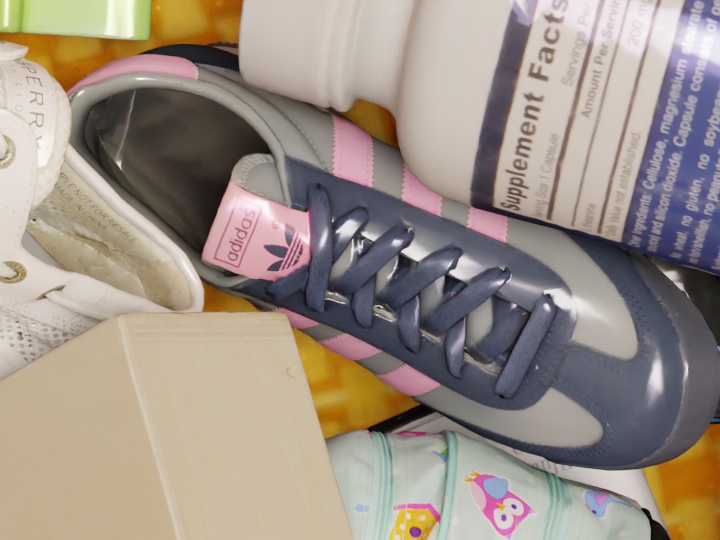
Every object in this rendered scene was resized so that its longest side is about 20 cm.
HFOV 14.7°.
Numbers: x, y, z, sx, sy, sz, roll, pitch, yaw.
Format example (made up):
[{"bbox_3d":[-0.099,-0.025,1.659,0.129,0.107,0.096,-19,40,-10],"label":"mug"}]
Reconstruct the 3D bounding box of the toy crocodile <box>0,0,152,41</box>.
[{"bbox_3d":[-0.156,-0.092,0.788,0.200,0.062,0.068,9,95,-6],"label":"toy crocodile"}]

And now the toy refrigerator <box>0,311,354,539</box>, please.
[{"bbox_3d":[-0.095,0.082,0.748,0.200,0.070,0.076,-29,71,37],"label":"toy refrigerator"}]

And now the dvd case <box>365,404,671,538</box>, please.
[{"bbox_3d":[0.041,0.139,0.851,0.142,0.018,0.200,-23,98,-3],"label":"dvd case"}]

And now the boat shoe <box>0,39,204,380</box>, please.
[{"bbox_3d":[-0.103,-0.033,0.683,0.069,0.200,0.071,-19,58,18],"label":"boat shoe"}]

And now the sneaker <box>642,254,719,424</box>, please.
[{"bbox_3d":[0.123,-0.016,0.810,0.200,0.073,0.112,-18,86,6],"label":"sneaker"}]

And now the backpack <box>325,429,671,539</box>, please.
[{"bbox_3d":[0.017,0.145,0.765,0.126,0.167,0.200,18,83,-11],"label":"backpack"}]

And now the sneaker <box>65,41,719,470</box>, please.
[{"bbox_3d":[0.000,0.000,0.761,0.200,0.082,0.070,27,107,24],"label":"sneaker"}]

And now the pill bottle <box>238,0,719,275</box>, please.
[{"bbox_3d":[0.075,-0.061,0.721,0.200,0.111,0.111,16,94,6],"label":"pill bottle"}]
